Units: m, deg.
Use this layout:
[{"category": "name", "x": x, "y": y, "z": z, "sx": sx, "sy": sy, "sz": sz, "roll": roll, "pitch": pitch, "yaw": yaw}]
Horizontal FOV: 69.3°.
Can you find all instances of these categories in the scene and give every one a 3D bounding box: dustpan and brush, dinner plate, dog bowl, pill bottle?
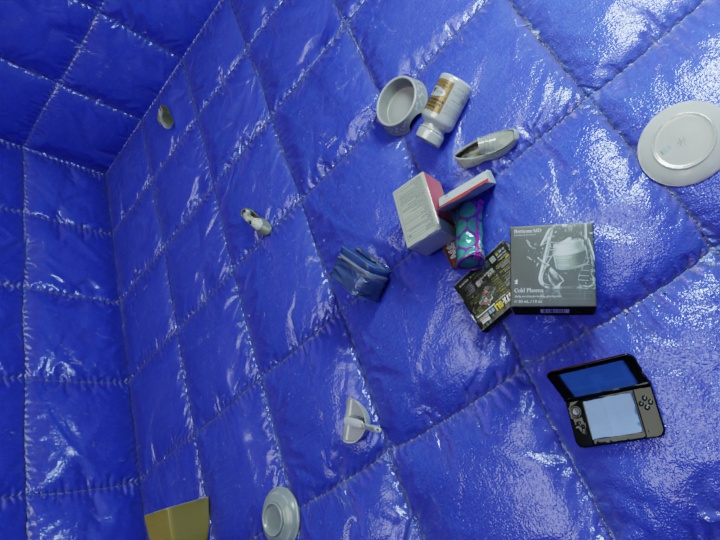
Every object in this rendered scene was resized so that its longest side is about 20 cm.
[{"category": "dustpan and brush", "x": 0.004, "y": 0.486, "z": 1.649, "sx": 0.196, "sy": 0.057, "sz": 0.144, "roll": 0, "pitch": 79, "yaw": 42}, {"category": "dinner plate", "x": 0.746, "y": -0.297, "z": 1.203, "sx": 0.197, "sy": 0.024, "sz": 0.207, "roll": -13, "pitch": 71, "yaw": 40}, {"category": "dog bowl", "x": 0.136, "y": -0.572, "z": 1.793, "sx": 0.196, "sy": 0.058, "sz": 0.207, "roll": -11, "pitch": 73, "yaw": 39}, {"category": "pill bottle", "x": 0.255, "y": -0.496, "z": 1.629, "sx": 0.114, "sy": 0.113, "sz": 0.204, "roll": 36, "pitch": 104, "yaw": 40}]

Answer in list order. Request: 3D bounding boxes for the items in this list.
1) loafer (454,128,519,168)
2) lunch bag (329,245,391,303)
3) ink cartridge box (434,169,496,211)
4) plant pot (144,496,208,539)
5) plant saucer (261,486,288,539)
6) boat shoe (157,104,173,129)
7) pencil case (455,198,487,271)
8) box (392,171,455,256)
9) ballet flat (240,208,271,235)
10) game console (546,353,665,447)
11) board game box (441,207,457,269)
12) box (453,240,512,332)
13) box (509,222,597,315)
[{"category": "loafer", "x": 0.367, "y": -0.359, "z": 1.525, "sx": 0.197, "sy": 0.069, "sz": 0.072, "roll": -24, "pitch": 64, "yaw": 35}, {"category": "lunch bag", "x": 0.000, "y": 0.000, "z": 1.722, "sx": 0.199, "sy": 0.134, "sz": 0.135, "roll": 35, "pitch": 102, "yaw": 42}, {"category": "ink cartridge box", "x": 0.291, "y": -0.225, "z": 1.465, "sx": 0.160, "sy": 0.199, "sz": 0.058, "roll": -29, "pitch": 81, "yaw": 24}, {"category": "plant pot", "x": -0.722, "y": 1.049, "z": 2.083, "sx": 0.193, "sy": 0.192, "sz": 0.205, "roll": -28, "pitch": 67, "yaw": 33}, {"category": "plant saucer", "x": -0.293, "y": 0.871, "z": 1.829, "sx": 0.196, "sy": 0.050, "sz": 0.207, "roll": -11, "pitch": 73, "yaw": 40}, {"category": "boat shoe", "x": -1.121, "y": -0.864, "z": 2.986, "sx": 0.069, "sy": 0.073, "sz": 0.203, "roll": -50, "pitch": 45, "yaw": 28}, {"category": "pencil case", "x": 0.311, "y": -0.099, "z": 1.466, "sx": 0.092, "sy": 0.083, "sz": 0.205, "roll": -39, "pitch": 37, "yaw": 48}, {"category": "box", "x": 0.195, "y": -0.170, "z": 1.582, "sx": 0.126, "sy": 0.108, "sz": 0.205, "roll": -30, "pitch": 61, "yaw": 32}, {"category": "ballet flat", "x": -0.452, "y": -0.208, "z": 2.226, "sx": 0.199, "sy": 0.063, "sz": 0.069, "roll": 37, "pitch": 104, "yaw": 40}, {"category": "game console", "x": 0.547, "y": 0.298, "z": 1.171, "sx": 0.197, "sy": 0.117, "sz": 0.177, "roll": -23, "pitch": 64, "yaw": 36}, {"category": "board game box", "x": 0.278, "y": -0.115, "z": 1.579, "sx": 0.103, "sy": 0.019, "sz": 0.203, "roll": -41, "pitch": 55, "yaw": 28}, {"category": "box", "x": 0.373, "y": 0.045, "z": 1.436, "sx": 0.200, "sy": 0.049, "sz": 0.162, "roll": -46, "pitch": 56, "yaw": 24}, {"category": "box", "x": 0.469, "y": 0.000, "z": 1.276, "sx": 0.194, "sy": 0.124, "sz": 0.203, "roll": -2, "pitch": 75, "yaw": 21}]
